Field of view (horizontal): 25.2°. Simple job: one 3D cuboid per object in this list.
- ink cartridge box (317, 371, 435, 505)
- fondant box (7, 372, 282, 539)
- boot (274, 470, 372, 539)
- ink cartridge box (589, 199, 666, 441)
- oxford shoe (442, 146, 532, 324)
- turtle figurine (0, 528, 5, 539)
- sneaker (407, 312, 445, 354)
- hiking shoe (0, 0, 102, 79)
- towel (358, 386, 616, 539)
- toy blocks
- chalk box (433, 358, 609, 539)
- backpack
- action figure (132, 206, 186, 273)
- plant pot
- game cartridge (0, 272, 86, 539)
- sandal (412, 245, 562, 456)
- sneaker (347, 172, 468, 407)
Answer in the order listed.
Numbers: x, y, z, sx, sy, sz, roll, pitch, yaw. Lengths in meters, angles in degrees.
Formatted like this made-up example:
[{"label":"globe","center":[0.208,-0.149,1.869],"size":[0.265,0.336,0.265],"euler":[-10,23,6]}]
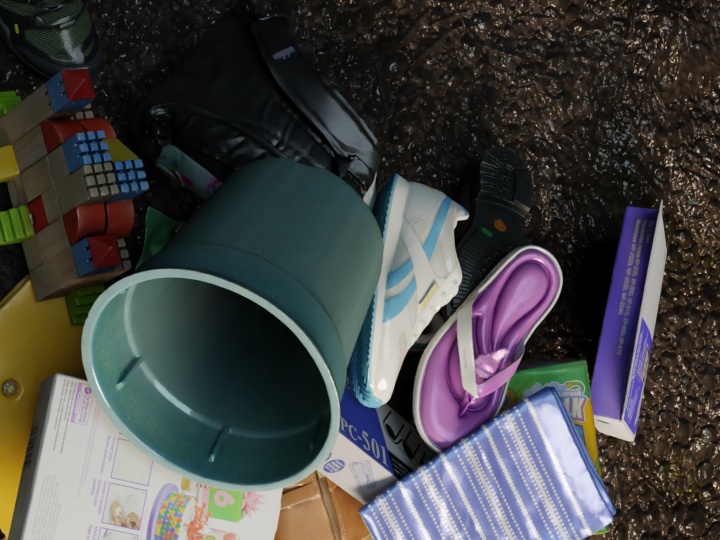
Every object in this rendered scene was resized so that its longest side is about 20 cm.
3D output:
[{"label":"ink cartridge box","center":[0.007,0.151,1.367],"size":[0.044,0.094,0.200],"euler":[-31,137,16]},{"label":"fondant box","center":[-0.163,0.174,1.250],"size":[0.198,0.058,0.146],"euler":[16,73,-20]},{"label":"boot","center":[-0.064,0.225,1.382],"size":[0.199,0.077,0.156],"euler":[-24,95,-22]},{"label":"ink cartridge box","center":[0.248,0.048,1.488],"size":[0.043,0.200,0.200],"euler":[10,80,13]},{"label":"oxford shoe","center":[0.107,-0.010,1.457],"size":[0.072,0.084,0.201],"euler":[28,52,-13]},{"label":"turtle figurine","center":[-0.326,0.203,1.237],"size":[0.100,0.149,0.201],"euler":[-18,135,-43]},{"label":"sneaker","center":[0.000,0.001,1.417],"size":[0.200,0.093,0.071],"euler":[44,70,-17]},{"label":"hiking shoe","center":[-0.267,-0.243,1.301],"size":[0.075,0.101,0.201],"euler":[-33,100,-23]},{"label":"towel","center":[0.111,0.205,1.352],"size":[0.199,0.024,0.146],"euler":[-32,111,-12]},{"label":"toy blocks","center":[-0.224,-0.068,1.274],"size":[0.099,0.136,0.202],"euler":[-10,82,-40]},{"label":"chalk box","center":[0.132,0.142,1.450],"size":[0.123,0.124,0.202],"euler":[-7,90,-21]},{"label":"backpack","center":[-0.074,-0.104,1.353],"size":[0.199,0.127,0.167],"euler":[37,77,8]},{"label":"action figure","center":[-0.167,0.061,1.318],"size":[0.118,0.054,0.202],"euler":[27,82,-54]},{"label":"plant pot","center":[-0.079,0.028,1.217],"size":[0.200,0.200,0.197],"euler":[48,37,-15]},{"label":"game cartridge","center":[-0.258,0.130,1.322],"size":[0.176,0.032,0.200],"euler":[-48,109,-21]},{"label":"sandal","center":[0.108,0.061,1.358],"size":[0.082,0.050,0.204],"euler":[32,73,-8]},{"label":"sneaker","center":[0.039,0.020,1.341],"size":[0.080,0.076,0.202],"euler":[18,70,-14]}]
